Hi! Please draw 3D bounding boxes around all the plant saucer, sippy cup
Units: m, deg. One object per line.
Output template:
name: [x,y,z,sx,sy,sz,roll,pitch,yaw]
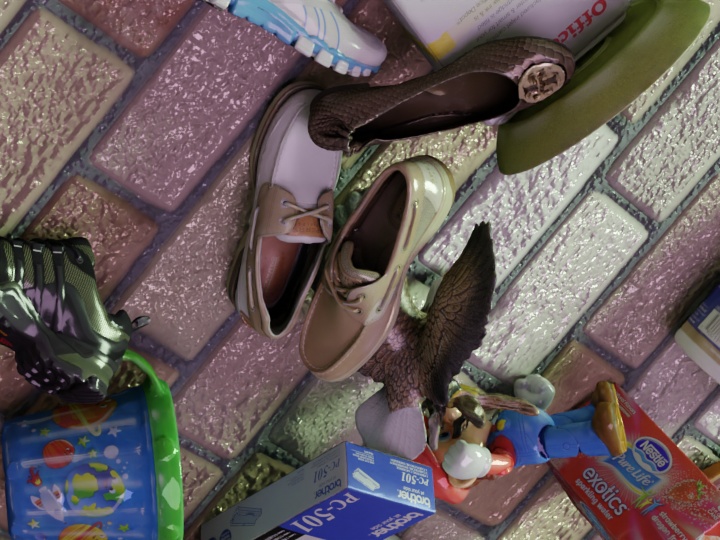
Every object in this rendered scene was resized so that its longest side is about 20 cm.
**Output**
plant saucer: [0.174,-0.149,1.292,0.200,0.200,0.031,-41,102,1]
sippy cup: [-0.209,0.157,1.317,0.130,0.178,0.140,-5,157,-12]

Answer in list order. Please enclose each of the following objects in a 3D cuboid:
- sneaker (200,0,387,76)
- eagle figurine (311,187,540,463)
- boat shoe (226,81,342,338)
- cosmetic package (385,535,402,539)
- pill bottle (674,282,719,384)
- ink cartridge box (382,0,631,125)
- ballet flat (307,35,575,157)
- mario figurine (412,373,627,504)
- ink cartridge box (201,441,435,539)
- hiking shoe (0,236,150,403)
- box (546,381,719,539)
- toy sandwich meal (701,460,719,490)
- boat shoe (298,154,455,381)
sneaker: [-0.049,-0.206,1.206,0.200,0.075,0.087,25,100,-36]
eagle figurine: [0.048,0.044,1.378,0.151,0.151,0.200,-18,138,2]
boat shoe: [-0.049,-0.042,1.306,0.075,0.068,0.200,1,117,-25]
cosmetic package: [0.041,0.338,1.503,0.123,0.199,0.200,-47,128,5]
pill bottle: [0.392,0.026,1.542,0.200,0.120,0.120,-49,128,8]
ink cartridge box: [0.086,-0.227,1.252,0.145,0.083,0.200,-40,128,1]
ballet flat: [0.058,-0.121,1.233,0.199,0.046,0.067,-12,135,6]
mario figurine: [0.124,0.133,1.475,0.199,0.106,0.123,-14,158,7]
ink cartridge box: [-0.038,0.206,1.415,0.094,0.044,0.200,21,141,-33]
hiking shoe: [-0.247,0.005,1.242,0.200,0.076,0.101,46,52,-22]
box: [0.256,0.206,1.532,0.100,0.200,0.096,-36,131,-3]
toy sandwich meal: [0.375,0.268,1.714,0.205,0.070,0.206,-13,124,-20]
boat shoe: [0.000,0.000,1.300,0.065,0.072,0.200,-8,134,-58]
